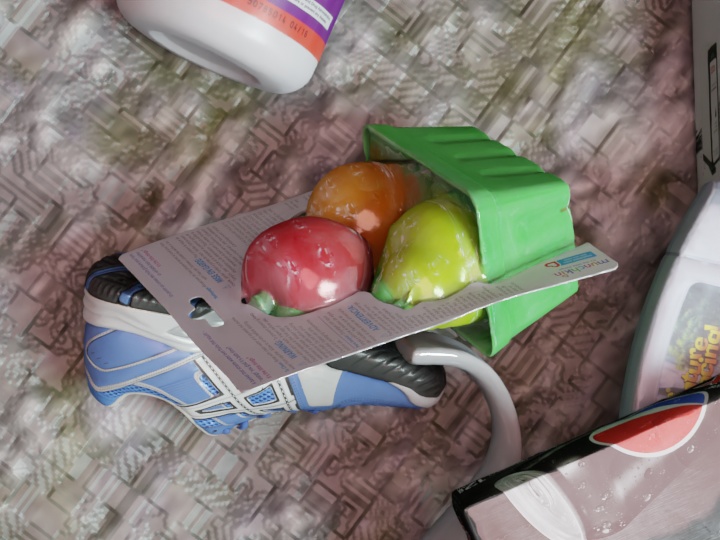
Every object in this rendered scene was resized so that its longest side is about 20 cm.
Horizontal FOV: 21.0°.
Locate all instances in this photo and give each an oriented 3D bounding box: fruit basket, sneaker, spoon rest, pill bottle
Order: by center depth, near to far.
[{"bbox_3d":[0.000,0.000,0.973,0.199,0.185,0.094,-24,119,-17],"label":"fruit basket"},{"bbox_3d":[0.052,0.130,1.006,0.060,0.099,0.202,-5,105,-11],"label":"spoon rest"},{"bbox_3d":[-0.042,-0.202,1.019,0.112,0.112,0.201,24,86,-3],"label":"pill bottle"},{"bbox_3d":[-0.053,0.047,1.039,0.199,0.076,0.078,12,113,-6],"label":"sneaker"}]

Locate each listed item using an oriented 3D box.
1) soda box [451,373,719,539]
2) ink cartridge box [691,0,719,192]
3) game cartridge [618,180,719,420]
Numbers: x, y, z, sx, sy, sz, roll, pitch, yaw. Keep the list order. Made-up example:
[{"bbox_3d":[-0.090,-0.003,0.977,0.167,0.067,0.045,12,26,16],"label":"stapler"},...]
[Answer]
[{"bbox_3d":[0.148,0.102,0.940,0.199,0.063,0.071,-23,93,-3],"label":"soda box"},{"bbox_3d":[0.260,-0.084,1.053,0.145,0.084,0.202,-1,89,-4],"label":"ink cartridge box"},{"bbox_3d":[0.202,0.062,0.991,0.132,0.041,0.202,12,90,0],"label":"game cartridge"}]
